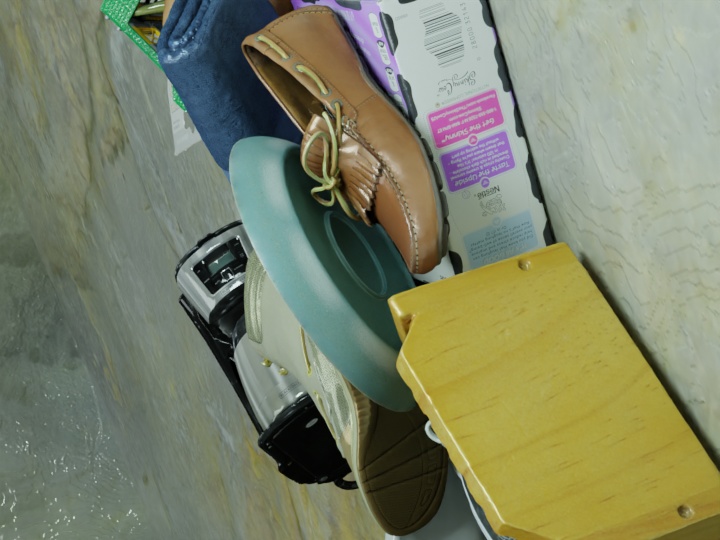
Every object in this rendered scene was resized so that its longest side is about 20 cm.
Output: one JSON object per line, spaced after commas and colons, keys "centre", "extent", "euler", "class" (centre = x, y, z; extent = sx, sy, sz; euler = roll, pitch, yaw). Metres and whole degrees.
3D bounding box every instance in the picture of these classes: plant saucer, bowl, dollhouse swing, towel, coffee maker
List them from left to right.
{"centre": [-0.069, -0.103, 1.395], "extent": [0.200, 0.048, 0.112], "euler": [61, -145, -37], "class": "towel"}
{"centre": [-0.066, 0.078, 1.829], "extent": [0.200, 0.135, 0.192], "euler": [59, 162, 31], "class": "coffee maker"}
{"centre": [-0.011, -0.005, 1.314], "extent": [0.200, 0.027, 0.200], "euler": [50, -163, -22], "class": "plant saucer"}
{"centre": [0.064, 0.205, 1.586], "extent": [0.201, 0.090, 0.201], "euler": [-175, 90, -90], "class": "bowl"}
{"centre": [0.111, 0.120, 1.279], "extent": [0.200, 0.182, 0.176], "euler": [59, 151, 27], "class": "dollhouse swing"}

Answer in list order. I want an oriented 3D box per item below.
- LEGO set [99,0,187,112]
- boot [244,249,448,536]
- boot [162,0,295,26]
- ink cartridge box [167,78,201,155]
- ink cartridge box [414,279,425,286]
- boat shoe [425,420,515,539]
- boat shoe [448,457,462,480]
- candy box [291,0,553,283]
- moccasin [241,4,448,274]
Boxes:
{"centre": [-0.086, -0.214, 1.535], "extent": [0.154, 0.116, 0.200], "euler": [36, 114, 28], "class": "LEGO set"}
{"centre": [-0.015, 0.081, 1.490], "extent": [0.155, 0.072, 0.200], "euler": [19, 130, 60], "class": "boot"}
{"centre": [-0.118, -0.268, 1.452], "extent": [0.188, 0.068, 0.200], "euler": [9, 103, 23], "class": "boot"}
{"centre": [-0.130, -0.206, 1.741], "extent": [0.161, 0.050, 0.200], "euler": [165, 96, -74], "class": "ink cartridge box"}
{"centre": [0.001, -0.035, 1.636], "extent": [0.200, 0.039, 0.100], "euler": [28, 138, 64], "class": "ink cartridge box"}
{"centre": [0.085, 0.101, 1.409], "extent": [0.068, 0.074, 0.200], "euler": [18, -122, -57], "class": "boat shoe"}
{"centre": [0.121, 0.159, 1.465], "extent": [0.076, 0.060, 0.200], "euler": [35, -167, -49], "class": "boat shoe"}
{"centre": [0.039, -0.095, 1.367], "extent": [0.168, 0.071, 0.200], "euler": [23, 133, 67], "class": "candy box"}
{"centre": [-0.010, -0.078, 1.280], "extent": [0.201, 0.078, 0.074], "euler": [60, 160, 23], "class": "moccasin"}
